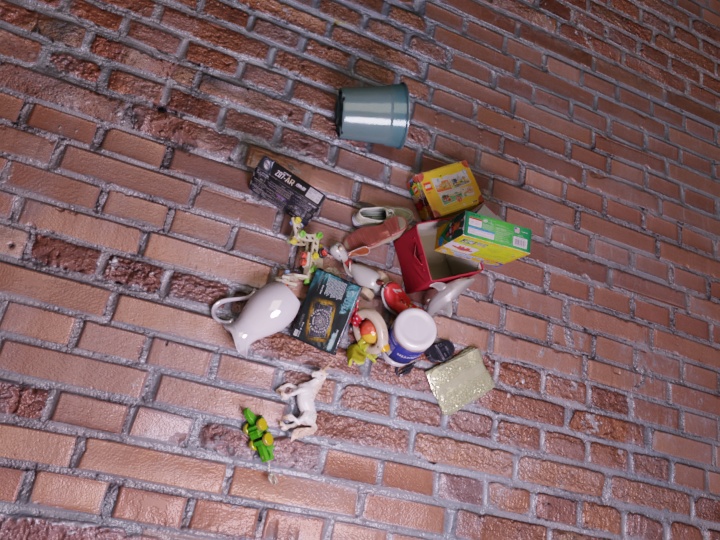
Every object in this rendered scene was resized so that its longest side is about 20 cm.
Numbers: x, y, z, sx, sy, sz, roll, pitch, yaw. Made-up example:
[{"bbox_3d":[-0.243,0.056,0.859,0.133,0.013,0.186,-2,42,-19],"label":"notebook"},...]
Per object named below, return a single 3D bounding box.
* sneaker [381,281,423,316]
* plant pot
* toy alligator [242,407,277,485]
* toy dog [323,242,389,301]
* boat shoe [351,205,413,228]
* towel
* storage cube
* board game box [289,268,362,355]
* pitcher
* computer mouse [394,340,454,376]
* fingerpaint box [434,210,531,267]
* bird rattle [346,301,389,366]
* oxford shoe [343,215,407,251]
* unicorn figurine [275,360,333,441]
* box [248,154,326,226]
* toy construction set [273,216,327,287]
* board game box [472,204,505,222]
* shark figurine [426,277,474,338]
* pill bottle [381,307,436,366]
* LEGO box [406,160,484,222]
[{"bbox_3d":[0.137,0.105,1.586,0.200,0.085,0.077,51,61,-26],"label":"sneaker"},{"bbox_3d":[0.031,-0.471,1.684,0.195,0.200,0.201,0,76,-12],"label":"plant pot"},{"bbox_3d":[-0.242,0.437,1.410,0.054,0.059,0.200,-12,77,-63],"label":"toy alligator"},{"bbox_3d":[0.000,0.000,1.580,0.200,0.096,0.132,24,71,-18],"label":"toy dog"},{"bbox_3d":[0.074,-0.160,1.676,0.199,0.062,0.072,-8,78,-21],"label":"boat shoe"},{"bbox_3d":[0.296,0.324,1.638,0.200,0.036,0.149,-23,85,-23],"label":"towel"},{"bbox_3d":[0.221,-0.043,1.633,0.199,0.180,0.171,-11,79,-21],"label":"storage cube"},{"bbox_3d":[-0.092,0.111,1.499,0.135,0.028,0.200,23,92,10],"label":"board game box"},{"bbox_3d":[-0.275,0.104,1.460,0.200,0.121,0.172,-40,78,-13],"label":"pitcher"},{"bbox_3d":[0.187,0.260,1.623,0.200,0.034,0.059,-20,68,-16],"label":"computer mouse"},{"bbox_3d":[0.326,-0.082,1.492,0.199,0.167,0.074,14,74,-15],"label":"fingerpaint box"},{"bbox_3d":[0.019,0.159,1.526,0.112,0.163,0.201,-4,86,-39],"label":"bird rattle"},{"bbox_3d":[0.047,-0.094,1.646,0.199,0.074,0.071,-19,68,-2],"label":"oxford shoe"},{"bbox_3d":[-0.149,0.337,1.465,0.137,0.074,0.201,0,90,-29],"label":"unicorn figurine"},{"bbox_3d":[-0.205,-0.216,1.539,0.200,0.160,0.044,33,69,-8],"label":"box"},{"bbox_3d":[-0.162,-0.037,1.543,0.131,0.092,0.201,25,75,-38],"label":"toy construction set"},{"bbox_3d":[0.363,-0.102,1.688,0.147,0.200,0.064,42,66,-5],"label":"board game box"},{"bbox_3d":[0.232,0.109,1.579,0.128,0.215,0.090,3,45,-35],"label":"shark figurine"},{"bbox_3d":[0.124,0.189,1.517,0.115,0.200,0.116,5,64,-10],"label":"pill bottle"},{"bbox_3d":[0.269,-0.247,1.760,0.200,0.077,0.149,-19,82,-23],"label":"LEGO box"}]
